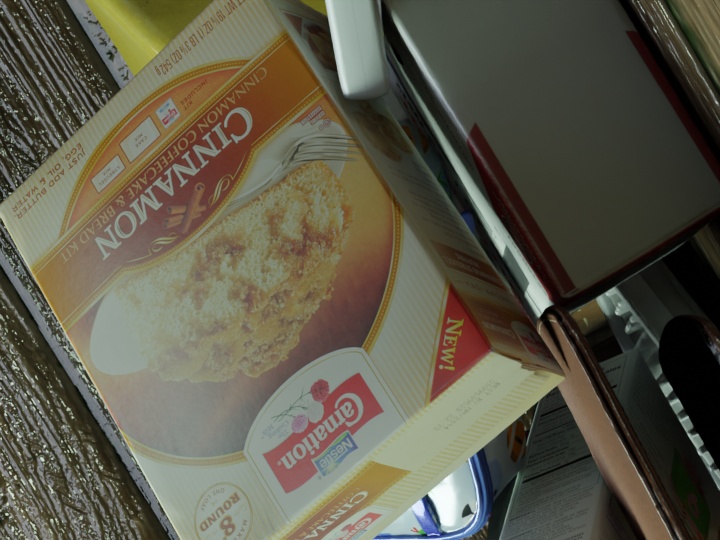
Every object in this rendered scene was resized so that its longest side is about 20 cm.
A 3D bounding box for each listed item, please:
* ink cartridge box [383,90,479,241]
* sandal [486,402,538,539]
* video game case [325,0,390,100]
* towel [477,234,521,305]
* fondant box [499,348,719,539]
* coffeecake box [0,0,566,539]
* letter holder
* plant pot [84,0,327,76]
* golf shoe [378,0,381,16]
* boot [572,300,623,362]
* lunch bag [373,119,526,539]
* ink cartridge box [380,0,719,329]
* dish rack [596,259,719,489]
[{"bbox_3d":[0.000,0.000,1.228,0.146,0.082,0.202,-41,-44,-59],"label":"ink cartridge box"},{"bbox_3d":[0.092,0.110,1.220,0.075,0.045,0.200,59,-154,-16],"label":"sandal"},{"bbox_3d":[-0.019,-0.195,0.994,0.182,0.023,0.201,-98,-3,-64],"label":"video game case"},{"bbox_3d":[0.070,-0.012,1.290,0.201,0.023,0.145,108,150,-55],"label":"towel"},{"bbox_3d":[0.128,0.149,1.130,0.145,0.058,0.200,58,-155,-17],"label":"fondant box"},{"bbox_3d":[-0.036,0.008,0.995,0.201,0.153,0.073,57,-162,25],"label":"coffeecake box"},{"bbox_3d":[0.144,0.057,0.976,0.143,0.100,0.200,60,179,6],"label":"letter holder"},{"bbox_3d":[-0.036,-0.145,1.530,0.200,0.194,0.196,50,174,38],"label":"plant pot"},{"bbox_3d":[0.006,-0.190,1.197,0.200,0.075,0.091,51,163,-5],"label":"golf shoe"},{"bbox_3d":[0.118,-0.010,1.386,0.146,0.070,0.201,-93,-15,-68],"label":"boot"},{"bbox_3d":[-0.012,0.029,1.107,0.076,0.159,0.201,-46,-57,-50],"label":"lunch bag"},{"bbox_3d":[0.078,-0.060,1.042,0.145,0.083,0.200,59,179,5],"label":"ink cartridge box"},{"bbox_3d":[0.174,0.061,1.207,0.172,0.043,0.200,58,179,-37],"label":"dish rack"}]
